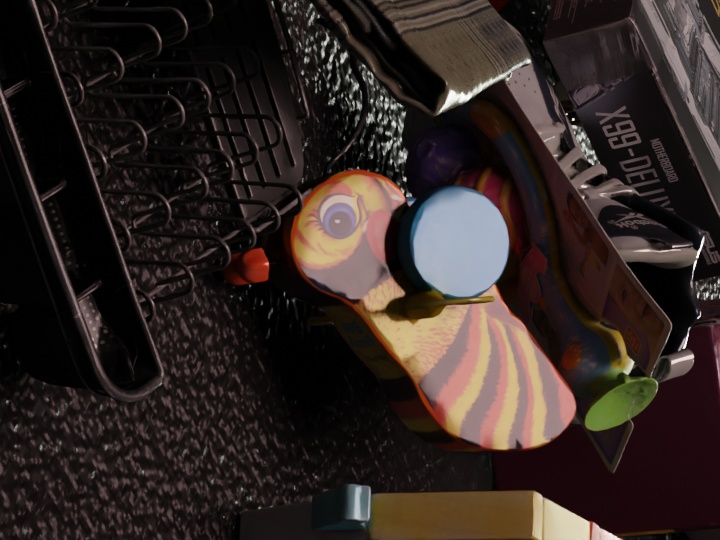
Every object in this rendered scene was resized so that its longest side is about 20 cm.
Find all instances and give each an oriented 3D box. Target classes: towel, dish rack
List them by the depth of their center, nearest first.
[{"bbox_3d":[-0.075,-0.059,0.947,0.200,0.054,0.154,-39,118,-49],"label":"dish rack"},{"bbox_3d":[-0.017,-0.137,1.013,0.193,0.034,0.200,50,15,2],"label":"towel"}]

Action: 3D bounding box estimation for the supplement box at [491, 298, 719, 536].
[{"bbox_3d":[0.161,0.072,1.354,0.200,0.130,0.104,-9,92,-64],"label":"supplement box"}]

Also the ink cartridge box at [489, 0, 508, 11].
[{"bbox_3d":[0.058,-0.202,1.294,0.162,0.050,0.201,53,36,-47],"label":"ink cartridge box"}]

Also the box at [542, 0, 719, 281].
[{"bbox_3d":[0.155,-0.116,1.326,0.158,0.049,0.201,61,28,-31],"label":"box"}]

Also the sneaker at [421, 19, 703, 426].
[{"bbox_3d":[0.101,-0.031,1.193,0.079,0.129,0.201,-10,87,-32],"label":"sneaker"}]

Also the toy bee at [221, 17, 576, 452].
[{"bbox_3d":[0.000,0.000,1.079,0.201,0.108,0.131,56,-22,13],"label":"toy bee"}]

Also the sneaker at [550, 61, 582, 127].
[{"bbox_3d":[0.164,-0.121,1.474,0.200,0.067,0.091,9,81,-61],"label":"sneaker"}]

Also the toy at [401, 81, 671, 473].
[{"bbox_3d":[0.058,-0.014,1.138,0.201,0.047,0.116,55,-26,27],"label":"toy"}]

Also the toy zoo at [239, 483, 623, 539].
[{"bbox_3d":[0.038,0.118,1.083,0.200,0.130,0.021,33,56,-60],"label":"toy zoo"}]

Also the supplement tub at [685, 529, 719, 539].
[{"bbox_3d":[0.264,0.127,1.542,0.200,0.144,0.146,44,46,-53],"label":"supplement tub"}]
